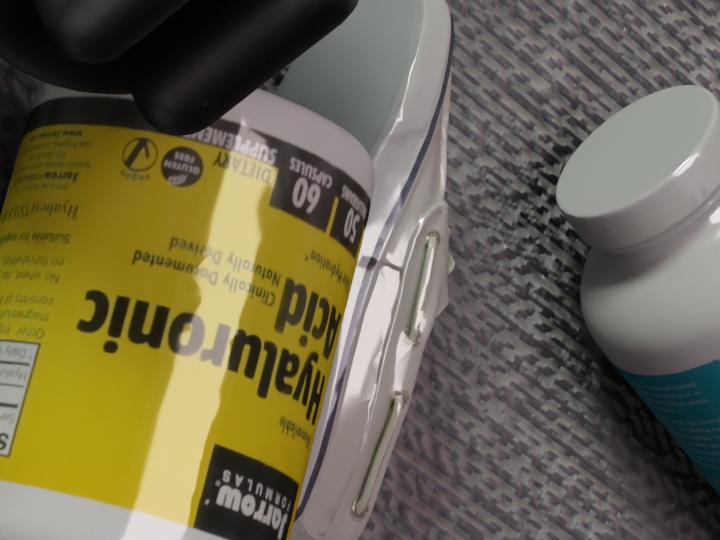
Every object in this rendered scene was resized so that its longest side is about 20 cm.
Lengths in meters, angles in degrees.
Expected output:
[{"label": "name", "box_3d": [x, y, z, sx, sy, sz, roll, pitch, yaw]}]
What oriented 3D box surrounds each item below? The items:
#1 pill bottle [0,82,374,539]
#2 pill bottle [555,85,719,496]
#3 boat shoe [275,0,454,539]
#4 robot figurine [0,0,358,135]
[{"label": "pill bottle", "box_3d": [-0.070, 0.046, 0.751, 0.111, 0.111, 0.200, 23, 74, -35]}, {"label": "pill bottle", "box_3d": [0.157, 0.025, 0.933, 0.200, 0.111, 0.111, 49, 59, -25]}, {"label": "boat shoe", "box_3d": [0.000, 0.000, 0.837, 0.066, 0.072, 0.200, 26, 71, -40]}, {"label": "robot figurine", "box_3d": [-0.070, -0.133, 0.700, 0.125, 0.200, 0.150, -12, 138, -18]}]
